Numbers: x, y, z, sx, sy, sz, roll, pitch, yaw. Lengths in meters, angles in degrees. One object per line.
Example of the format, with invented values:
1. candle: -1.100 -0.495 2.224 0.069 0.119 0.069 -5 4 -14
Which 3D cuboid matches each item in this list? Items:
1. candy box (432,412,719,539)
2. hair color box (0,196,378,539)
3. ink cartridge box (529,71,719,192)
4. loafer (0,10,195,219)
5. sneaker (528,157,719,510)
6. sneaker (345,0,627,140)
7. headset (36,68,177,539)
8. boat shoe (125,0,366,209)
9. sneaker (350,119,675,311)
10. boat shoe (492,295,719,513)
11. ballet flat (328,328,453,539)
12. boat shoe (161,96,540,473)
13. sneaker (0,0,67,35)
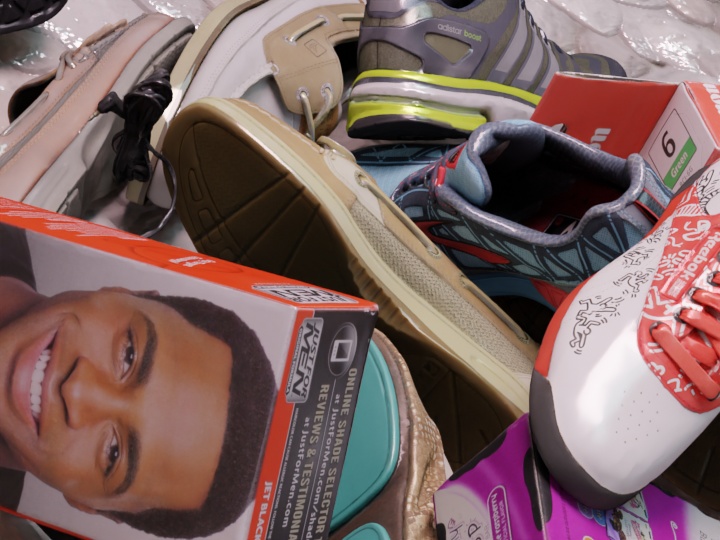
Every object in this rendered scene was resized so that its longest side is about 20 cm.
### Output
1. candy box: 0.123 0.156 1.049 0.200 0.061 0.137 30 33 -28
2. hair color box: -0.100 0.036 0.991 0.200 0.102 0.061 15 6 28
3. ink cartridge box: 0.160 -0.030 1.293 0.200 0.109 0.050 4 43 -28
4. loafer: -0.130 -0.058 1.183 0.063 0.072 0.200 23 40 5
5. sneaker: 0.143 0.002 1.048 0.067 0.108 0.201 50 45 -9
6. sneaker: 0.065 -0.101 1.303 0.074 0.081 0.200 2 3 32
7. headset: -0.077 0.023 1.088 0.123 0.094 0.200 3 52 -18
8. boat shoe: -0.040 -0.082 1.258 0.068 0.075 0.200 28 38 5
9. sneaker: 0.060 -0.036 1.193 0.200 0.096 0.079 12 58 37
10. boat shoe: 0.120 0.046 1.226 0.200 0.071 0.065 44 5 31
11. ballet flat: 0.013 0.107 1.094 0.065 0.070 0.200 37 31 -35
12. boat shoe: 0.002 -0.001 1.174 0.201 0.073 0.063 42 40 -2
13. sneaker: -0.219 -0.128 1.226 0.200 0.072 0.083 -7 23 -38
